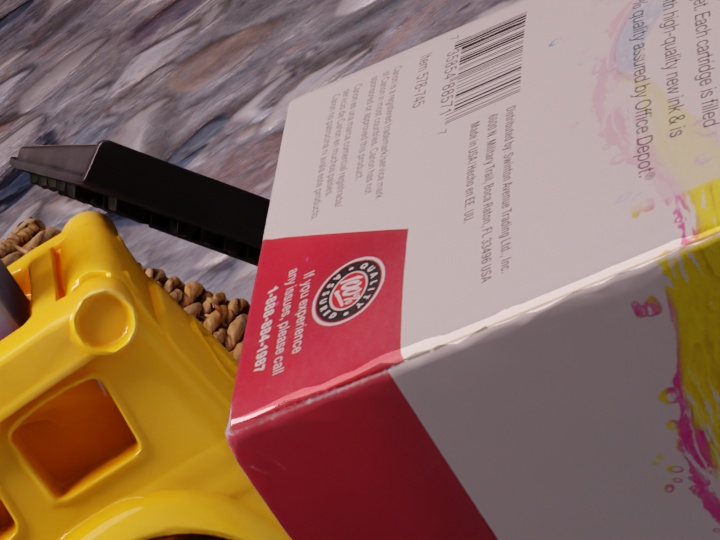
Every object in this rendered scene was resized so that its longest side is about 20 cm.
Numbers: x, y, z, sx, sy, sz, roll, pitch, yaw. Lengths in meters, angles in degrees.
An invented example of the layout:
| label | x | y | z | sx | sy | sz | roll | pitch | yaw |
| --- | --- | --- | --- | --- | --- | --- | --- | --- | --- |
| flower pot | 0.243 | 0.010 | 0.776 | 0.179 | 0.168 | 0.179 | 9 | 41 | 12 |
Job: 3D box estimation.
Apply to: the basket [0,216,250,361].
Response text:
| label | x | y | z | sx | sy | sz | roll | pitch | yaw |
| --- | --- | --- | --- | --- | --- | --- | --- | --- | --- |
| basket | -0.105 | 0.089 | 0.900 | 0.200 | 0.148 | 0.144 | -53 | -18 | -69 |

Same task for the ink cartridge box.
| label | x | y | z | sx | sy | sz | roll | pitch | yaw |
| --- | --- | --- | --- | --- | --- | --- | --- | --- | --- |
| ink cartridge box | 0.094 | 0.011 | 0.581 | 0.199 | 0.145 | 0.146 | -23 | 29 | 20 |

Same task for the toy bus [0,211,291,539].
| label | x | y | z | sx | sy | sz | roll | pitch | yaw |
| --- | --- | --- | --- | --- | --- | --- | --- | --- | --- |
| toy bus | -0.120 | 0.070 | 0.684 | 0.200 | 0.192 | 0.136 | -36 | 18 | 1 |

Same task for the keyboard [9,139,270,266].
| label | x | y | z | sx | sy | sz | roll | pitch | yaw |
| --- | --- | --- | --- | --- | --- | --- | --- | --- | --- |
| keyboard | 0.000 | 0.000 | 0.744 | 0.127 | 0.199 | 0.021 | 3 | 76 | 61 |
